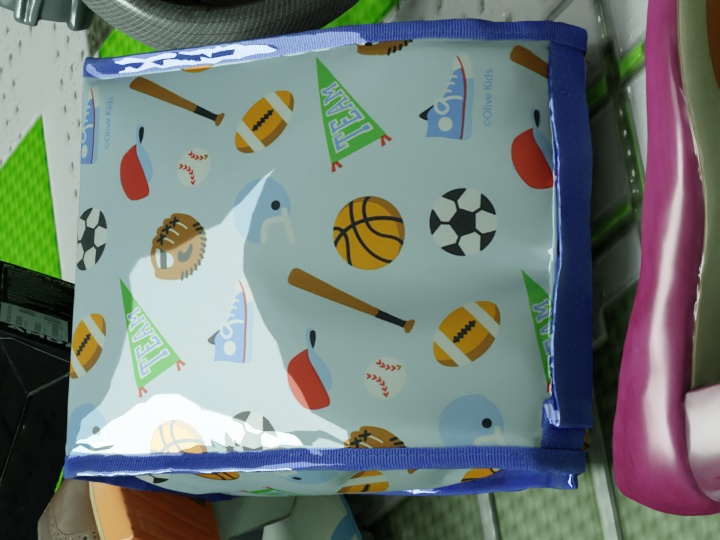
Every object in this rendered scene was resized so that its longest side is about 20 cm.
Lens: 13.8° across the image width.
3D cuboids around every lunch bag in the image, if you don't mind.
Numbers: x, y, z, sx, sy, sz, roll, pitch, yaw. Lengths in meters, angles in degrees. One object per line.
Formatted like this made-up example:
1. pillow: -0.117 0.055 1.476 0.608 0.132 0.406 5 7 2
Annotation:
1. lunch bag: 0.000 0.000 1.108 0.199 0.124 0.171 -7 79 35

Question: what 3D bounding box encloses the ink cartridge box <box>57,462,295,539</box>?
1. ink cartridge box: -0.057 0.030 1.227 0.099 0.039 0.201 17 87 36

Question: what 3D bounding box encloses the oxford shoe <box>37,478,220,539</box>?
1. oxford shoe: -0.089 0.159 1.140 0.073 0.071 0.201 -35 41 27

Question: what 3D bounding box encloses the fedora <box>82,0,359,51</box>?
1. fedora: -0.053 -0.185 1.233 0.090 0.176 0.201 50 -141 -86

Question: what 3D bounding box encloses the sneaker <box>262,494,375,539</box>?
1. sneaker: -0.032 0.178 1.221 0.072 0.072 0.201 180 93 -65

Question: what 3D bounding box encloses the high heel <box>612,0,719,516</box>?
1. high heel: 0.101 -0.021 0.967 0.096 0.067 0.201 -13 80 52

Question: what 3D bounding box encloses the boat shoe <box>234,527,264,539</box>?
1. boat shoe: -0.063 0.174 1.304 0.070 0.070 0.201 -83 -5 -81

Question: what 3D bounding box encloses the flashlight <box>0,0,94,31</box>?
1. flashlight: -0.121 -0.206 1.290 0.068 0.067 0.201 -105 24 -70

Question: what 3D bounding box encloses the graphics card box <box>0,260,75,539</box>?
1. graphics card box: -0.158 0.073 1.307 0.200 0.051 0.126 -128 57 -78
